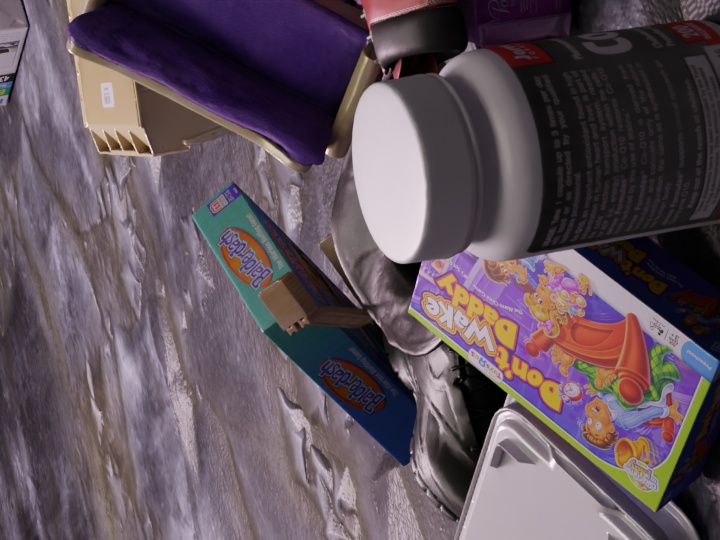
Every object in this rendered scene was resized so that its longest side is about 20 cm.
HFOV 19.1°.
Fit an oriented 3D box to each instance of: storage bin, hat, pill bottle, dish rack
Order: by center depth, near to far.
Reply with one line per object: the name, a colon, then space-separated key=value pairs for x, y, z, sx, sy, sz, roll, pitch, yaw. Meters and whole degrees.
pill bottle: x=0.105 y=-0.067 z=1.143 sx=0.114 sy=0.200 sz=0.114 roll=170 pitch=90 yaw=-68
dish rack: x=0.124 y=0.183 z=1.351 sx=0.172 sy=0.044 sz=0.200 roll=44 pitch=142 yaw=28
hat: x=0.061 y=-0.046 z=1.408 sx=0.201 sy=0.081 sz=0.201 roll=13 pitch=106 yaw=57
storage bin: x=-0.199 y=-0.211 z=1.998 sx=0.200 sy=0.094 sz=0.199 roll=-170 pitch=71 yaw=-67

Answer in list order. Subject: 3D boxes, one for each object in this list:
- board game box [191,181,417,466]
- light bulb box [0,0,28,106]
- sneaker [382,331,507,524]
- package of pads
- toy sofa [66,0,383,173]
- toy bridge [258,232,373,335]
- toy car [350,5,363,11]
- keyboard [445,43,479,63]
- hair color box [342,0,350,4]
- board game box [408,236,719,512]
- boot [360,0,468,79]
board game box: x=-0.031 y=0.040 z=1.593 sx=0.200 sy=0.045 sz=0.152 roll=47 pitch=-174 yaw=-42
light bulb box: x=-0.512 y=-0.329 z=2.693 sx=0.200 sy=0.125 sz=0.198 roll=123 pitch=133 yaw=-59
sneaker: x=0.073 y=0.087 z=1.475 sx=0.091 sy=0.076 sz=0.200 roll=-54 pitch=51 yaw=53
package of pads: x=0.060 y=-0.216 z=1.364 sx=0.200 sy=0.076 sz=0.121 roll=-148 pitch=51 yaw=-62
toy sofa: x=-0.082 y=-0.153 z=1.371 sx=0.200 sy=0.098 sz=0.083 roll=28 pitch=125 yaw=6
toy bridge: x=0.000 y=0.000 z=1.505 sx=0.027 sy=0.200 sz=0.067 roll=-33 pitch=94 yaw=33
toy car: x=-0.031 y=-0.157 z=1.527 sx=0.200 sy=0.184 sz=0.177 roll=59 pitch=157 yaw=0
keyboard: x=0.078 y=-0.115 z=1.451 sx=0.056 sy=0.011 sz=0.200 roll=112 pitch=142 yaw=-54
hair color box: x=-0.072 y=-0.210 z=1.721 sx=0.200 sy=0.061 sz=0.100 roll=160 pitch=99 yaw=-68
board game box: x=0.125 y=0.028 z=1.240 sx=0.200 sy=0.045 sz=0.134 roll=39 pitch=140 yaw=24
boot: x=0.002 y=-0.182 z=1.329 sx=0.200 sy=0.072 sz=0.144 roll=13 pitch=110 yaw=63
